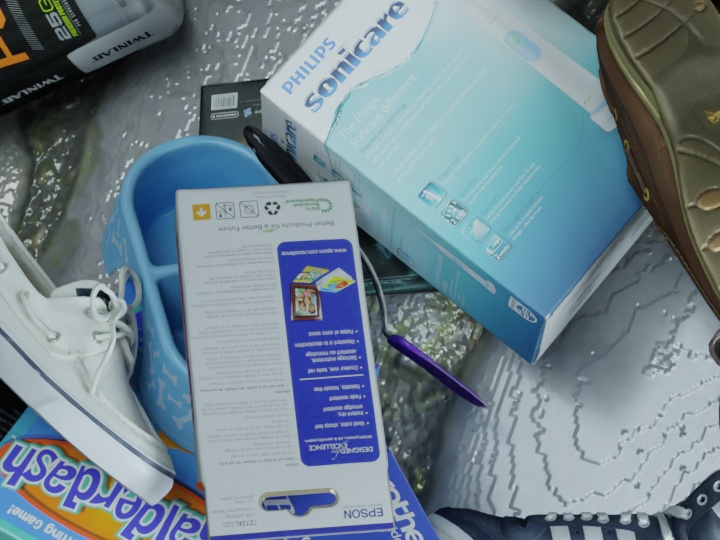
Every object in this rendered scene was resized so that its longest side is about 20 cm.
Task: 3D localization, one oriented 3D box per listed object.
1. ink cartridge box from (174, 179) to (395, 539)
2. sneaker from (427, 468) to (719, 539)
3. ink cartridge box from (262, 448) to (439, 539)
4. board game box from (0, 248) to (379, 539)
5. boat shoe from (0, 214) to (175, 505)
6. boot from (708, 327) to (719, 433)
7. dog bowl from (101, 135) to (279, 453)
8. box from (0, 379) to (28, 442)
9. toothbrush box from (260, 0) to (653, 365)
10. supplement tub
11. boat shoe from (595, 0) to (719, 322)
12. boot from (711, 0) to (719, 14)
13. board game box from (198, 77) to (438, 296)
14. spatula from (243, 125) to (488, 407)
[{"bbox_3d":[-0.041,0.048,1.140,0.094,0.037,0.202,-3,60,-8],"label":"ink cartridge box"},{"bbox_3d":[0.136,0.140,1.159,0.199,0.070,0.109,23,83,18],"label":"sneaker"},{"bbox_3d":[0.017,0.193,1.119,0.093,0.044,0.201,-14,63,-35],"label":"ink cartridge box"},{"bbox_3d":[-0.102,0.098,1.209,0.151,0.045,0.201,26,54,12],"label":"board game box"},{"bbox_3d":[-0.148,0.032,1.170,0.086,0.075,0.202,-47,58,-3],"label":"boat shoe"},{"bbox_3d":[0.252,0.111,1.076,0.199,0.166,0.073,36,83,24],"label":"boot"},{"bbox_3d":[-0.076,0.008,1.222,0.110,0.050,0.201,-10,53,-15],"label":"dog bowl"},{"bbox_3d":[-0.262,0.103,1.287,0.147,0.104,0.202,-15,67,12],"label":"box"},{"bbox_3d":[0.064,-0.073,1.215,0.199,0.085,0.147,38,74,10],"label":"toothbrush box"},{"bbox_3d":[-0.218,-0.161,1.358,0.199,0.123,0.123,-25,65,9],"label":"supplement tub"},{"bbox_3d":[0.173,-0.052,1.132,0.071,0.068,0.202,-15,72,-18],"label":"boat shoe"},{"bbox_3d":[0.153,-0.167,1.218,0.198,0.155,0.074,7,77,16],"label":"boot"},{"bbox_3d":[0.000,-0.051,1.297,0.198,0.028,0.137,-4,70,16],"label":"board game box"},{"bbox_3d":[0.000,0.000,1.223,0.020,0.057,0.201,-37,91,-7],"label":"spatula"}]
